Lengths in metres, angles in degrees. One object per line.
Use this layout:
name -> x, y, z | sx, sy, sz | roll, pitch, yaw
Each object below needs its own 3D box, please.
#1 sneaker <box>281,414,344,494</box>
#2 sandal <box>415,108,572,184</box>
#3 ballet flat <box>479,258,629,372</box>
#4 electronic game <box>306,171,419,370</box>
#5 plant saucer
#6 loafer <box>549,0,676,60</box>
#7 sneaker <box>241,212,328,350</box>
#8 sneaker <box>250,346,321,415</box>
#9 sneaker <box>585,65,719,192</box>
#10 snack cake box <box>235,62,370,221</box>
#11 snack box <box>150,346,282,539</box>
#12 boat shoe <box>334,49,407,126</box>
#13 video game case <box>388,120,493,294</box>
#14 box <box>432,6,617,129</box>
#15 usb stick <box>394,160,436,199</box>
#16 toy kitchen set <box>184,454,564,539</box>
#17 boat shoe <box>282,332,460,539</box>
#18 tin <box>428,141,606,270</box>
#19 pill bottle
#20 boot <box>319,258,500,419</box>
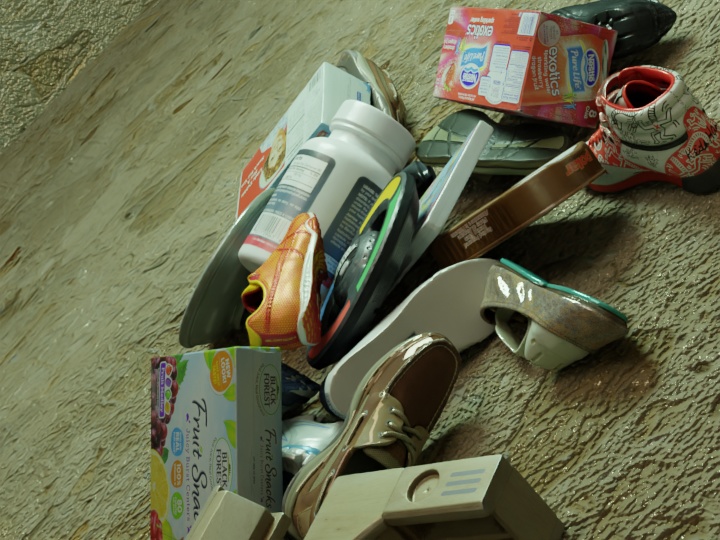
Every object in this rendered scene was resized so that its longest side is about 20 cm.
sneaker -> -0.068, 0.165, 1.313 | 0.199, 0.075, 0.087 | -5, 30, 50
sandal -> 0.131, -0.113, 1.485 | 0.080, 0.058, 0.200 | -45, 38, -22
ballet flat -> 0.151, 0.043, 1.187 | 0.068, 0.068, 0.200 | -63, 19, 1
electronic game -> 0.000, 0.000, 1.372 | 0.201, 0.041, 0.200 | -61, 9, 16
plant saucer -> -0.126, 0.007, 1.616 | 0.201, 0.050, 0.200 | -59, -7, -12
loafer -> 0.250, -0.244, 1.517 | 0.070, 0.069, 0.200 | -13, 8, -21
sneaker -> -0.070, 0.003, 1.364 | 0.076, 0.074, 0.200 | -5, 27, 8
sneaker -> -0.091, 0.125, 1.375 | 0.086, 0.077, 0.200 | -61, 3, -7
sneaker -> 0.230, -0.125, 1.275 | 0.067, 0.108, 0.201 | -48, 24, -15
snack cake box -> -0.068, -0.127, 1.705 | 0.200, 0.067, 0.116 | -48, 28, 36
snack box -> -0.124, 0.170, 1.257 | 0.142, 0.053, 0.202 | -10, 79, 50
boat shoe -> 0.024, -0.187, 1.740 | 0.076, 0.071, 0.201 | -52, 38, 32
video game case -> 0.055, -0.040, 1.417 | 0.143, 0.017, 0.200 | -61, 5, -36
box -> 0.162, -0.208, 1.497 | 0.200, 0.095, 0.101 | 24, 103, 65
usb stick -> -0.002, -0.049, 1.601 | 0.199, 0.033, 0.056 | -37, 24, 12
toy kitchen set -> -0.005, 0.209, 1.003 | 0.180, 0.163, 0.201 | -16, 35, 45
boat shoe -> 0.020, 0.141, 1.178 | 0.201, 0.076, 0.072 | -56, 22, -7
tin -> 0.136, -0.054, 1.313 | 0.112, 0.042, 0.200 | -29, -4, -38
pill bottle -> -0.028, -0.068, 1.524 | 0.201, 0.119, 0.119 | -59, 27, -10
boot -> 0.045, 0.059, 1.305 | 0.199, 0.073, 0.090 | -34, 2, -11
